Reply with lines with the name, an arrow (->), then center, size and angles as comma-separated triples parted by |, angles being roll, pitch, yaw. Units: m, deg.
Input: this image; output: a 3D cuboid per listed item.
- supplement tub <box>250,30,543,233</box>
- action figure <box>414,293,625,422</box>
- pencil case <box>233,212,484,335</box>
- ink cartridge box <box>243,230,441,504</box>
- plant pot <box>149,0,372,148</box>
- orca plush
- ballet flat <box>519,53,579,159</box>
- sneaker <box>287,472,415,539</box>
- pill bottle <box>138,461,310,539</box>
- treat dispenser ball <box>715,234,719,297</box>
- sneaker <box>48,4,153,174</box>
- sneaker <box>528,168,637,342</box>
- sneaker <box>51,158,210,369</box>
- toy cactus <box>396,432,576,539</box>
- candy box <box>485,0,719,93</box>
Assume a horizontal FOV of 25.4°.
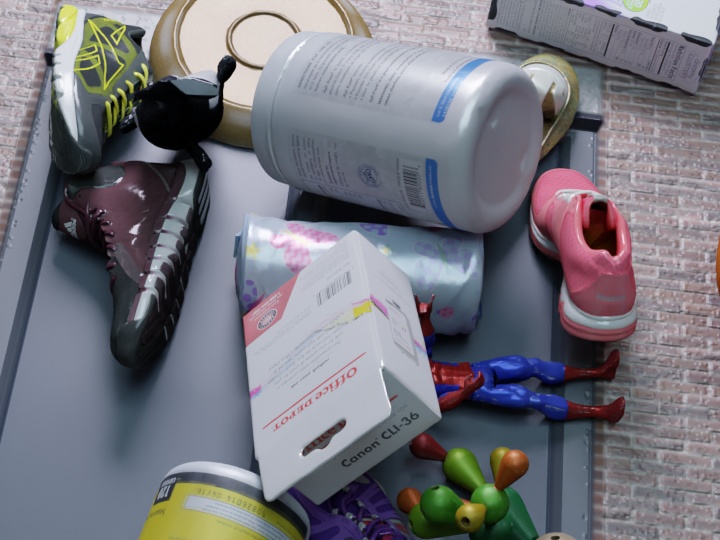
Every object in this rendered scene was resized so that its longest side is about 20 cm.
supplement tub -> 0.029, -0.111, 1.249 | 0.199, 0.132, 0.132 | 16, 55, 32
action figure -> 0.101, 0.071, 1.202 | 0.199, 0.099, 0.066 | 0, 57, -2
pencil case -> 0.000, 0.000, 1.243 | 0.199, 0.083, 0.091 | 2, 46, -4
ink cartridge box -> -0.014, 0.079, 1.116 | 0.116, 0.067, 0.200 | -37, 32, 19
plant pot -> -0.084, -0.194, 1.388 | 0.199, 0.028, 0.201 | 2, 58, -3
orca plush -> -0.125, -0.116, 1.242 | 0.105, 0.200, 0.071 | -32, 94, -13
ballet flat -> 0.135, -0.125, 1.342 | 0.070, 0.071, 0.200 | 27, 59, 12
sneaker -> 0.010, 0.190, 1.124 | 0.080, 0.084, 0.200 | -30, 63, -22
pill bottle -> -0.113, 0.238, 1.066 | 0.111, 0.112, 0.201 | 17, 58, 5
treat dispenser ball -> 0.371, -0.002, 1.207 | 0.200, 0.201, 0.202 | 2, 58, -4
sneaker -> -0.211, -0.153, 1.307 | 0.084, 0.075, 0.201 | 3, 43, -11
sneaker -> 0.183, -0.034, 1.258 | 0.073, 0.087, 0.201 | -1, 37, -8
sneaker -> -0.193, -0.010, 1.245 | 0.115, 0.076, 0.201 | 8, 47, 6
toy cactus -> 0.113, 0.183, 1.122 | 0.165, 0.200, 0.103 | 31, 92, -20
candy box -> 0.235, -0.269, 1.437 | 0.199, 0.072, 0.168 | 19, 58, 7
